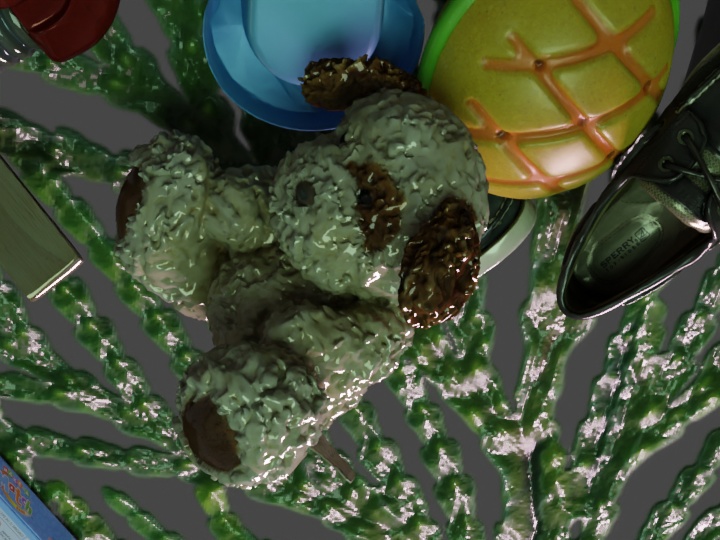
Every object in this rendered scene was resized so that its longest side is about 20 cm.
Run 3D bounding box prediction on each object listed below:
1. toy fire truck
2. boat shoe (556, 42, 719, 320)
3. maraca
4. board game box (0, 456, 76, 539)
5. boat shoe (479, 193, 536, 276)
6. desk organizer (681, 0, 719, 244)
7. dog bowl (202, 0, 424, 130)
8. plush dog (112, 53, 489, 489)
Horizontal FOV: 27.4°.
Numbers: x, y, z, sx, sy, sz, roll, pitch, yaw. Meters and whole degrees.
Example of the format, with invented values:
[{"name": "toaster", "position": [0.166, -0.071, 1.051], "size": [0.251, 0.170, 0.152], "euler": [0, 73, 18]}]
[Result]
[{"name": "toy fire truck", "position": [-0.182, -0.103, 0.718], "size": [0.175, 0.129, 0.200], "euler": [-26, 134, 10]}, {"name": "boat shoe", "position": [0.168, -0.043, 0.742], "size": [0.073, 0.065, 0.200], "euler": [35, 127, 2]}, {"name": "maraca", "position": [0.102, -0.120, 0.734], "size": [0.136, 0.107, 0.201], "euler": [4, 127, -28]}, {"name": "board game box", "position": [-0.300, 0.180, 0.931], "size": [0.199, 0.037, 0.152], "euler": [-27, 122, 10]}, {"name": "boat shoe", "position": [0.001, 0.001, 0.826], "size": [0.199, 0.075, 0.066], "euler": [-33, 119, 14]}, {"name": "desk organizer", "position": [0.226, -0.111, 0.779], "size": [0.077, 0.072, 0.201], "euler": [3, 123, -11]}, {"name": "dog bowl", "position": [-0.021, -0.169, 0.725], "size": [0.111, 0.050, 0.201], "euler": [1, 123, -7]}, {"name": "plush dog", "position": [-0.006, -0.007, 0.709], "size": [0.160, 0.201, 0.172], "euler": [16, 128, -41]}]
